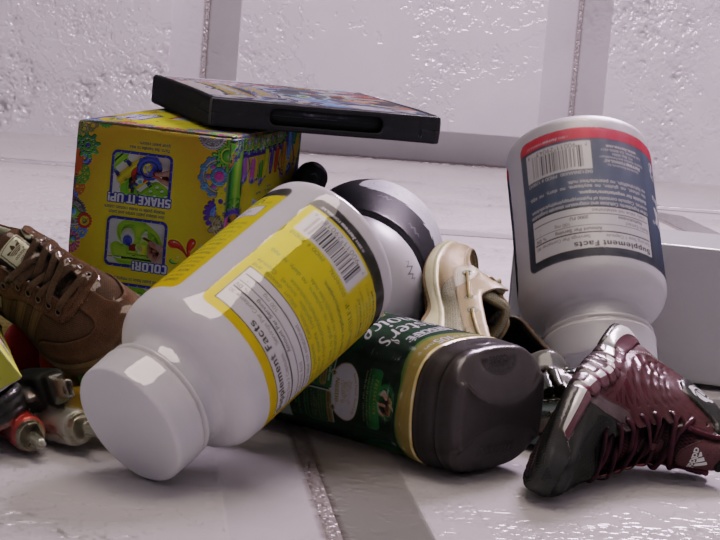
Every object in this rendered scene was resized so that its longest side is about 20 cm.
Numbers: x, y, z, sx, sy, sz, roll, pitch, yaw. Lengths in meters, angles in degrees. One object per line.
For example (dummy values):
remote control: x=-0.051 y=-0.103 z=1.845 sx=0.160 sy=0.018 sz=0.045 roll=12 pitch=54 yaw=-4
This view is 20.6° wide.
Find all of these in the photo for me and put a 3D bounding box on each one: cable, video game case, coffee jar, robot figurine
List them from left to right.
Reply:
cable: x=-0.232 y=0.093 z=1.301 sx=0.097 sy=0.051 sz=0.199 roll=-21 pitch=9 yaw=-32
video game case: x=-0.055 y=-0.126 z=1.540 sx=0.179 sy=0.026 sz=0.200 roll=4 pitch=8 yaw=-19
robot figurine: x=-0.002 y=0.000 z=1.562 sx=0.149 sy=0.126 sz=0.200 roll=22 pitch=19 yaw=2
coffee jar: x=0.023 y=0.075 z=1.334 sx=0.199 sy=0.086 sz=0.104 roll=13 pitch=12 yaw=41

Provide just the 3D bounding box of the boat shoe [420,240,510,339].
boat shoe: x=0.082 y=0.036 z=1.474 sx=0.064 sy=0.073 sz=0.200 roll=-8 pitch=24 yaw=10

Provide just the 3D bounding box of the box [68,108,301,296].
box: x=-0.133 y=-0.019 z=1.510 sx=0.121 sy=0.195 sz=0.200 roll=7 pitch=8 yaw=12

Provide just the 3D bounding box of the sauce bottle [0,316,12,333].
sauce bottle: x=-0.337 y=0.030 z=1.501 sx=0.198 sy=0.065 sz=0.065 roll=5 pitch=8 yaw=-8

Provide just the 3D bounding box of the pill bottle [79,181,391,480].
pill bottle: x=-0.079 y=0.039 z=1.235 sx=0.111 sy=0.112 sz=0.200 roll=11 pitch=39 yaw=39

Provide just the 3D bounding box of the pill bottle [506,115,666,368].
pill bottle: x=0.180 y=-0.008 z=1.562 sx=0.118 sy=0.202 sz=0.120 roll=-2 pitch=-28 yaw=-1

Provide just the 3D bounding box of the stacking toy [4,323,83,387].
stacking toy: x=-0.174 y=0.065 z=1.365 sx=0.199 sy=0.086 sz=0.085 roll=2 pitch=5 yaw=39

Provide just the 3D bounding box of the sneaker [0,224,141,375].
sneaker: x=-0.216 y=0.013 z=1.332 sx=0.199 sy=0.071 sz=0.076 roll=17 pitch=-26 yaw=52

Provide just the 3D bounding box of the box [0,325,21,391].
box: x=-0.269 y=0.055 z=1.291 sx=0.075 sy=0.050 sz=0.200 roll=-35 pitch=14 yaw=-6

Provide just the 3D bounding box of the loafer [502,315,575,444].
loafer: x=0.122 y=0.079 z=1.442 sx=0.071 sy=0.064 sz=0.200 roll=3 pitch=8 yaw=-11

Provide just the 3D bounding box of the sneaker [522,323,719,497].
sneaker: x=0.184 y=0.106 z=1.285 sx=0.115 sy=0.076 sz=0.200 roll=30 pitch=30 yaw=9

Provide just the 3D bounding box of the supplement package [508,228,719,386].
supplement package: x=0.232 y=0.024 z=1.694 sx=0.198 sy=0.119 sz=0.117 roll=6 pitch=7 yaw=12
